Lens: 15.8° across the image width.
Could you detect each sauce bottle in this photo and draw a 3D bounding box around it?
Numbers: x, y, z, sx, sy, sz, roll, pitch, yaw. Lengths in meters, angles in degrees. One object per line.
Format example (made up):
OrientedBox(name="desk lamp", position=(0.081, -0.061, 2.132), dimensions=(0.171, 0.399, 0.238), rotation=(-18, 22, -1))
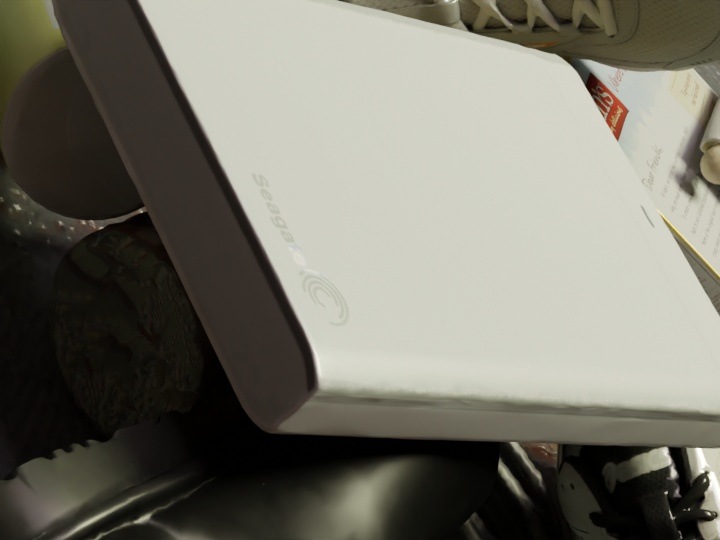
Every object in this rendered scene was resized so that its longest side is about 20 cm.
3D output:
OrientedBox(name="sauce bottle", position=(0.000, 0.000, 0.748), dimensions=(0.199, 0.065, 0.065), rotation=(-15, 65, -48))

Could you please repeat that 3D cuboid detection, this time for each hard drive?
OrientedBox(name="hard drive", position=(0.019, -0.014, 0.686), dimensions=(0.199, 0.026, 0.132), rotation=(7, 49, -52))

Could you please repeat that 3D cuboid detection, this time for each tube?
OrientedBox(name="tube", position=(-0.089, -0.076, 0.756), dimensions=(0.200, 0.052, 0.058), rotation=(-118, -165, -61))

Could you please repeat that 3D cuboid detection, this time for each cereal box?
OrientedBox(name="cereal box", position=(0.136, -0.008, 0.969), dimensions=(0.200, 0.039, 0.144), rotation=(46, 26, -7))

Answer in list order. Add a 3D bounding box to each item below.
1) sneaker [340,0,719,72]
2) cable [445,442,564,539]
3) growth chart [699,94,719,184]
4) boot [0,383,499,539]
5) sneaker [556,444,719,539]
OrientedBox(name="sneaker", position=(0.045, -0.096, 0.892), dimensions=(0.092, 0.199, 0.076), rotation=(-36, 127, -43))
OrientedBox(name="cable", position=(0.015, 0.006, 0.812), dimensions=(0.097, 0.050, 0.201), rotation=(22, 37, -41))
OrientedBox(name="growth chart", position=(0.198, 0.004, 0.986), dimensions=(0.200, 0.018, 0.145), rotation=(43, 23, -13))
OrientedBox(name="boot", position=(0.000, 0.106, 0.623), dimensions=(0.158, 0.080, 0.211), rotation=(49, 37, 17))
OrientedBox(name="sneaker", position=(0.090, 0.089, 0.766), dimensions=(0.088, 0.075, 0.200), rotation=(60, 8, -32))
